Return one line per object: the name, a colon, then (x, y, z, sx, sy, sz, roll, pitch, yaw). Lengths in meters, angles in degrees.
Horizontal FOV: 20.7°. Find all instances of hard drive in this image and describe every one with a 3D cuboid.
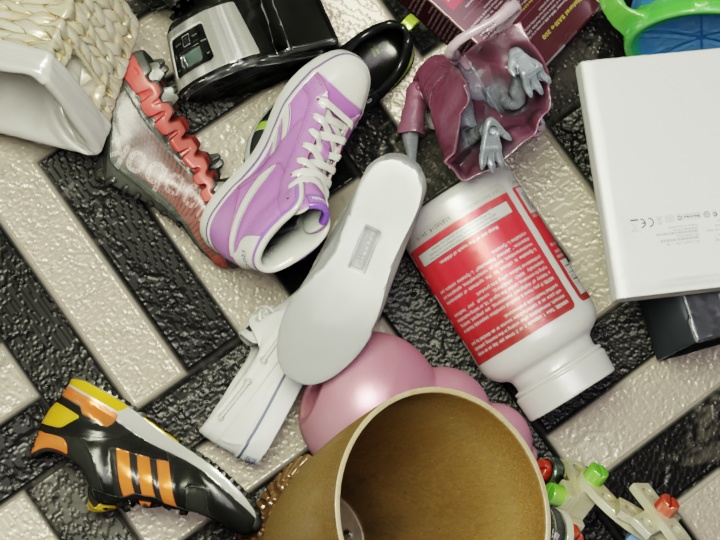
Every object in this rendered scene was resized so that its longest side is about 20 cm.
hard drive: (0.257, -0.080, 1.623, 0.132, 0.026, 0.200, -6, 80, -8)

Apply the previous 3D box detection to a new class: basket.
basket: (-0.293, -0.192, 1.595, 0.200, 0.136, 0.123, 14, 69, 21)

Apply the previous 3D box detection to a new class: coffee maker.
coffee maker: (-0.100, -0.258, 1.659, 0.192, 0.135, 0.200, -22, 89, -23)

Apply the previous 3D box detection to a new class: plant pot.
plant pot: (0.011, 0.199, 1.504, 0.186, 0.200, 0.187, 9, 72, -30)

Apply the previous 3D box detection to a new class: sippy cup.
sippy cup: (0.299, -0.254, 1.731, 0.140, 0.178, 0.130, -12, 65, 33)

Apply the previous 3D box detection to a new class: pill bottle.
pill bottle: (0.127, 0.020, 1.659, 0.112, 0.112, 0.200, -30, 85, -12)

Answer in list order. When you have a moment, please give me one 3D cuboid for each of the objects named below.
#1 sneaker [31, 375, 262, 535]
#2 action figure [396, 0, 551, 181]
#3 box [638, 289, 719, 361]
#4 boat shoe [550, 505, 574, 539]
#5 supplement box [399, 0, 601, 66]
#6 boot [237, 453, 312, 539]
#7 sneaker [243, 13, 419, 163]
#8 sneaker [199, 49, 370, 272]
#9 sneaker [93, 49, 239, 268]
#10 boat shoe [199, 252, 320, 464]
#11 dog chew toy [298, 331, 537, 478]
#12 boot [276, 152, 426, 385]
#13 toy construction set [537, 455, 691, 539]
sneaker: (-0.177, 0.173, 1.610, 0.200, 0.070, 0.090, 35, 81, 8)
action figure: (0.075, -0.146, 1.642, 0.134, 0.200, 0.149, -30, 112, -9)
box: (0.332, -0.046, 1.698, 0.200, 0.117, 0.197, -15, 81, -11)
boat shoe: (0.080, 0.242, 1.581, 0.200, 0.068, 0.072, -28, 52, 26)
supplement box: (0.100, -0.256, 1.731, 0.200, 0.061, 0.109, 44, 77, 2)
boot: (-0.051, 0.256, 1.621, 0.107, 0.075, 0.200, 26, 72, -22)
sneaker: (-0.026, -0.149, 1.681, 0.072, 0.083, 0.200, 40, 77, 1)
sneaker: (-0.036, -0.082, 1.588, 0.073, 0.114, 0.201, 35, 85, -35)
sneaker: (-0.167, -0.080, 1.658, 0.098, 0.071, 0.201, -30, 96, 5)
boat shoe: (-0.069, 0.061, 1.643, 0.065, 0.074, 0.200, 28, 76, -7)
dog chew toy: (0.052, 0.129, 1.629, 0.200, 0.125, 0.125, 21, 78, -12)
boot: (0.000, 0.000, 1.595, 0.074, 0.096, 0.200, 30, 94, 5)
toy construction set: (0.169, 0.231, 1.608, 0.200, 0.131, 0.092, -43, 127, 17)
